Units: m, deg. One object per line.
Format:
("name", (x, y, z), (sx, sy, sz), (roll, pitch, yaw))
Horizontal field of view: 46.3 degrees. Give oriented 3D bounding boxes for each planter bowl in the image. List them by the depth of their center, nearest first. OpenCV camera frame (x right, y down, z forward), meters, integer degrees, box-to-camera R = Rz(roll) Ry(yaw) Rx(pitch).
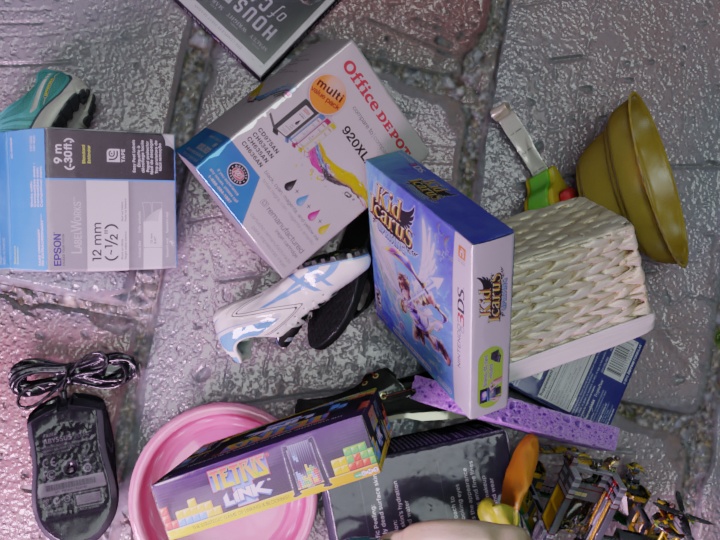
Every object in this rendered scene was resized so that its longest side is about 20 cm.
("planter bowl", (0.295, -0.090, 0.941), (0.083, 0.200, 0.202), (-16, 88, 29))

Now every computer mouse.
("computer mouse", (-0.301, 0.192, 0.906), (0.137, 0.053, 0.201), (-5, 76, -7))

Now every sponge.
("sponge", (0.162, 0.151, 0.882), (0.199, 0.111, 0.030), (20, 80, -30))

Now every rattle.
("rattle", (0.067, 0.226, 0.813), (0.199, 0.130, 0.144), (-4, 74, 20))

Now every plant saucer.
("plant saucer", (-0.147, 0.243, 0.914), (0.199, 0.051, 0.202), (0, 87, -5))

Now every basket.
("basket", (0.180, 0.015, 0.870), (0.199, 0.136, 0.124), (-17, 111, -8))

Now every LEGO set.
("LEGO set", (0.258, 0.229, 0.893), (0.199, 0.154, 0.116), (18, 110, -3))

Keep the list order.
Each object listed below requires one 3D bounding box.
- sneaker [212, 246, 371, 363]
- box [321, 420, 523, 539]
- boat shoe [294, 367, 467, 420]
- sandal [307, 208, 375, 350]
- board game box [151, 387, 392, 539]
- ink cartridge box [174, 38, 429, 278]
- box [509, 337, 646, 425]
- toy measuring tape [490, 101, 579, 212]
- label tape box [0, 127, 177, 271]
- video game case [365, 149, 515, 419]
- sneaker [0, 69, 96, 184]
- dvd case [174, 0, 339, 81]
("sneaker", (-0.068, 0.035, 0.904), (0.199, 0.072, 0.073), (-29, 89, 20))
("box", (0.067, 0.279, 0.899), (0.199, 0.117, 0.198), (-10, 87, -7))
("boat shoe", (0.023, 0.138, 0.927), (0.200, 0.074, 0.064), (-5, 88, -12))
("sandal", (0.001, 0.000, 0.937), (0.048, 0.075, 0.201), (27, 82, -31))
("board game box", (-0.075, 0.177, 0.800), (0.199, 0.165, 0.057), (-19, 87, 5))
("ink cartridge box", (-0.062, -0.122, 0.880), (0.200, 0.145, 0.147), (-40, 112, -7))
("box", (0.214, 0.090, 0.968), (0.199, 0.032, 0.122), (27, 83, -4))
("toy measuring tape", (0.200, -0.095, 0.955), (0.073, 0.074, 0.201), (-33, 95, -7))
("label tape box", (-0.293, -0.071, 0.868), (0.199, 0.066, 0.144), (-2, 95, -32))
("video game case", (0.069, 0.007, 0.790), (0.045, 0.200, 0.182), (-16, 123, -20))
("sneaker", (-0.370, -0.131, 0.917), (0.079, 0.078, 0.201), (31, 79, 16))
("dvd case", (-0.101, -0.340, 0.969), (0.150, 0.025, 0.200), (43, 83, -1))
